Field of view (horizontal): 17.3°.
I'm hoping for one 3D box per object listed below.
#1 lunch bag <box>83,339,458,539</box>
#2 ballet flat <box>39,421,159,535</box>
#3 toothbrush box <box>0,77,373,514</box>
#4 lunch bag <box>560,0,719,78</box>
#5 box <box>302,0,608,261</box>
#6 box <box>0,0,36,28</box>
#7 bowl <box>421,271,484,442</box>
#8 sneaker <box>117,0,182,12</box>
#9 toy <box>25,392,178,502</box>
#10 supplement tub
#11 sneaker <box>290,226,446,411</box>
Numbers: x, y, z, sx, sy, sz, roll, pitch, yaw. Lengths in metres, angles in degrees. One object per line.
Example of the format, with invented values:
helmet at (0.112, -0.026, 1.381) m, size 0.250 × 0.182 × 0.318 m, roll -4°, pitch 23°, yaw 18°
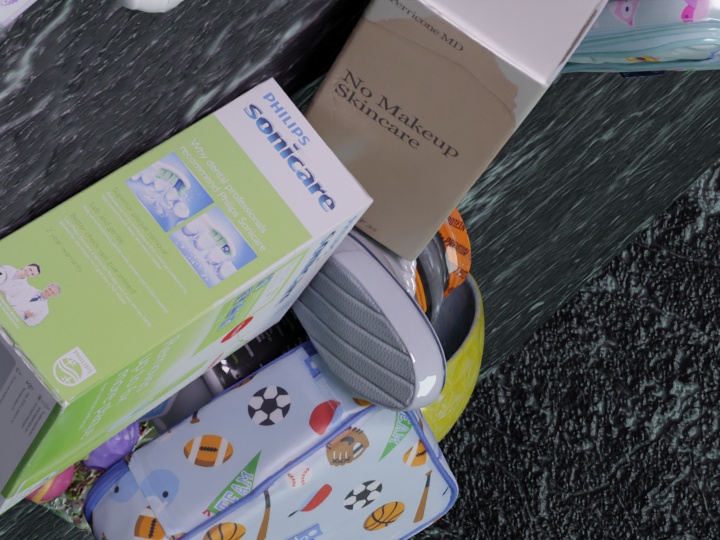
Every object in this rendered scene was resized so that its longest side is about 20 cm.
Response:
lunch bag at (-0.050, 0.130, 1.301) m, size 0.200 × 0.076 × 0.160 m, roll -31°, pitch 146°, yaw -2°
ballet flat at (-0.136, 0.106, 1.630) m, size 0.200 × 0.064 × 0.076 m, roll -40°, pitch 171°, yaw 0°
toothbrush box at (-0.111, 0.013, 1.153) m, size 0.200 × 0.086 × 0.146 m, roll -36°, pitch 172°, yaw -34°
lunch bag at (0.163, -0.140, 1.224) m, size 0.160 × 0.077 × 0.200 m, roll -8°, pitch -175°, yaw -32°
box at (0.037, -0.094, 1.149) m, size 0.078 × 0.095 × 0.200 m, roll -56°, pitch 180°, yaw -29°
box at (-0.045, -0.152, 0.701) m, size 0.200 × 0.041 × 0.039 m, roll -40°, pitch 172°, yaw -1°
bowl at (-0.010, 0.078, 1.502) m, size 0.200 × 0.200 × 0.108 m, roll -35°, pitch 127°, yaw -28°
sneaker at (0.007, -0.137, 0.807) m, size 0.200 × 0.100 × 0.075 m, roll -35°, pitch 173°, yaw -17°
toy at (-0.171, 0.093, 1.250) m, size 0.200 × 0.047 × 0.115 m, roll -14°, pitch 157°, yaw -27°
supplement tub at (-0.037, 0.019, 1.388) m, size 0.200 × 0.123 × 0.123 m, roll -35°, pitch 171°, yaw -30°
sneaker at (0.000, 0.000, 1.247) m, size 0.071 × 0.200 × 0.073 m, roll -13°, pitch 130°, yaw -27°
